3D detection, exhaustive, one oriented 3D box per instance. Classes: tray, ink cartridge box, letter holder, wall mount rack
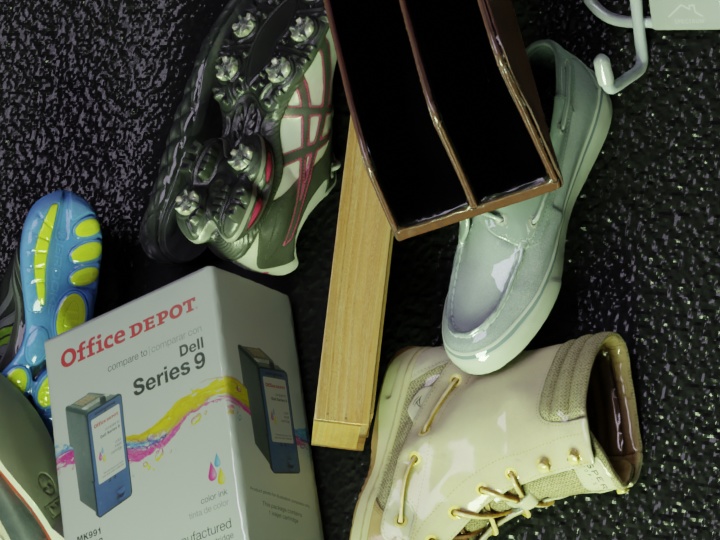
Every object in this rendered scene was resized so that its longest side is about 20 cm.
[{"bbox_3d":[0.000,0.000,1.548,0.037,0.099,0.201,8,77,0],"label":"tray"},{"bbox_3d":[-0.109,0.118,1.598,0.145,0.087,0.201,-22,61,30],"label":"ink cartridge box"},{"bbox_3d":[0.030,-0.146,1.439,0.100,0.142,0.201,-18,57,7],"label":"letter holder"},{"bbox_3d":[0.185,-0.187,1.450,0.199,0.074,0.175,3,111,37],"label":"wall mount rack"}]

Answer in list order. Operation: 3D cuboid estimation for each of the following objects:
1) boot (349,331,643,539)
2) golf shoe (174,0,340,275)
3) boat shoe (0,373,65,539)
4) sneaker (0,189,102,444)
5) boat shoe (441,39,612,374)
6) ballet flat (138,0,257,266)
[{"bbox_3d":[0.078,0.133,1.464,0.155,0.073,0.201,-7,62,35],"label":"boot"},{"bbox_3d":[-0.049,-0.095,1.628,0.077,0.088,0.201,9,72,42],"label":"golf shoe"},{"bbox_3d":[-0.218,0.145,1.647,0.062,0.071,0.201,-35,87,26],"label":"boat shoe"},{"bbox_3d":[-0.208,0.046,1.711,0.083,0.070,0.201,-136,57,-80],"label":"sneaker"},{"bbox_3d":[0.083,-0.041,1.491,0.070,0.071,0.202,3,62,40],"label":"boat shoe"},{"bbox_3d":[-0.098,-0.099,1.673,0.057,0.066,0.201,17,84,55],"label":"ballet flat"}]
